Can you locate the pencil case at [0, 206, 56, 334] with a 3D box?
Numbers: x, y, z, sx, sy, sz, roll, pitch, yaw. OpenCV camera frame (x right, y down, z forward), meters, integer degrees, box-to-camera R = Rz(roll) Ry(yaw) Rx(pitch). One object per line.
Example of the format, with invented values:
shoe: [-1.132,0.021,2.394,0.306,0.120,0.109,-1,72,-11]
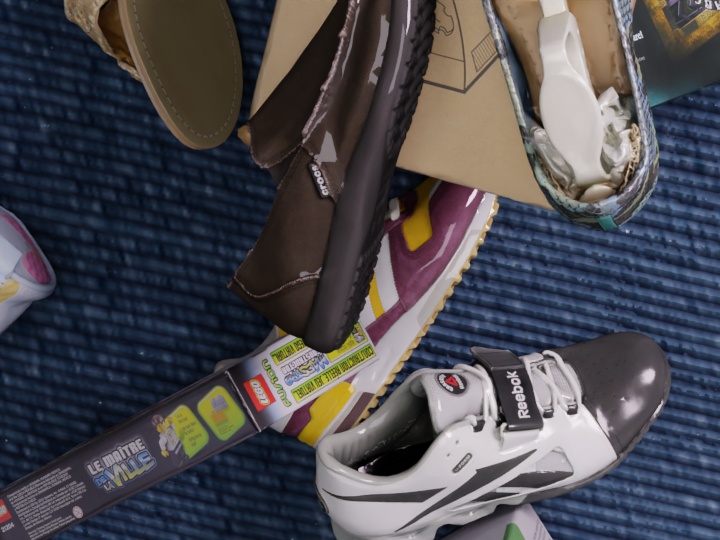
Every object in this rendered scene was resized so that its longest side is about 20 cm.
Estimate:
pencil case: [-0.259,0.041,1.287,0.200,0.091,0.083,-42,90,10]

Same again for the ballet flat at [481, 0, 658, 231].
ballet flat: [0.086,-0.114,1.031,0.074,0.074,0.200,-19,94,10]

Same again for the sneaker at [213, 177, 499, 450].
sneaker: [0.000,0.000,1.254,0.090,0.075,0.200,31,100,-3]

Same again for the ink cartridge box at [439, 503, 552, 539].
ink cartridge box: [0.099,0.234,1.237,0.084,0.145,0.200,-32,93,11]

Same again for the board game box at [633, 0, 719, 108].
board game box: [0.143,-0.151,1.163,0.028,0.200,0.135,-18,93,48]

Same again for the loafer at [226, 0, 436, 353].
loafer: [-0.017,-0.063,1.055,0.071,0.073,0.200,15,100,7]

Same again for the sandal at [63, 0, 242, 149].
sandal: [-0.129,-0.157,1.266,0.070,0.078,0.212,-21,87,41]

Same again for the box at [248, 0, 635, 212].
box: [0.047,-0.142,1.082,0.163,0.021,0.200,16,101,9]

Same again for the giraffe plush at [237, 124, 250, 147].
giraffe plush: [0.015,-0.158,1.209,0.200,0.173,0.162,-16,84,44]

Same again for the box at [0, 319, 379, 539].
box: [-0.095,0.083,1.220,0.200,0.110,0.035,-28,90,38]

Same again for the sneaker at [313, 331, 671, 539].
sneaker: [0.069,0.079,1.231,0.200,0.089,0.074,-27,51,-3]
